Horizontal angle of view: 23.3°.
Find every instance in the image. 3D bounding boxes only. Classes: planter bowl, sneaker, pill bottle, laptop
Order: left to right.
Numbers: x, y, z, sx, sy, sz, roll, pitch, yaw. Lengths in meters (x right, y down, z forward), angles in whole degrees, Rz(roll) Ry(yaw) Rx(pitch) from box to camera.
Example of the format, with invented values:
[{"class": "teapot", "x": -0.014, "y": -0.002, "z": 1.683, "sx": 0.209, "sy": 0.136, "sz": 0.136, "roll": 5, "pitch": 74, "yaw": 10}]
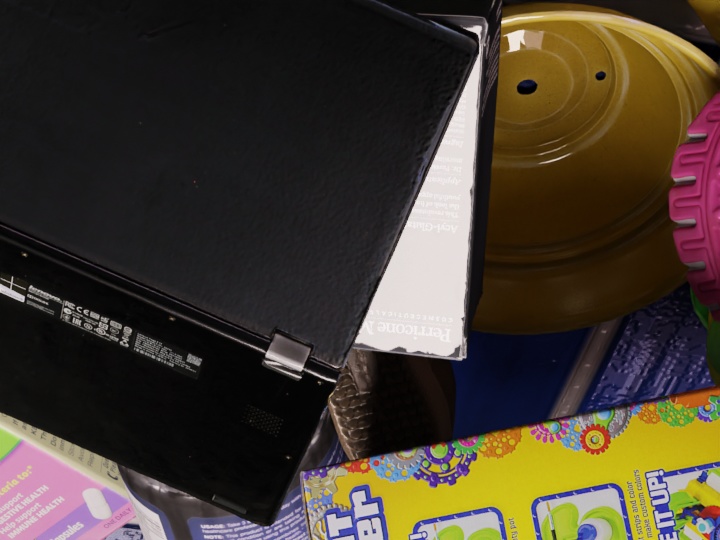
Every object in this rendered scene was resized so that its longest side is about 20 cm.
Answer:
[{"class": "laptop", "x": -0.081, "y": -0.023, "z": 0.679, "sx": 0.187, "sy": 0.116, "sz": 0.200, "roll": 24, "pitch": 143, "yaw": 1}, {"class": "pill bottle", "x": -0.060, "y": 0.097, "z": 0.861, "sx": 0.111, "sy": 0.112, "sz": 0.200, "roll": -7, "pitch": 134, "yaw": 3}, {"class": "sneaker", "x": 0.000, "y": 0.000, "z": 0.805, "sx": 0.070, "sy": 0.076, "sz": 0.201, "roll": -6, "pitch": 113, "yaw": 11}, {"class": "planter bowl", "x": 0.084, "y": -0.067, "z": 0.841, "sx": 0.200, "sy": 0.084, "sz": 0.201, "roll": -1, "pitch": 135, "yaw": -1}, {"class": "sneaker", "x": 0.197, "y": -0.068, "z": 0.748, "sx": 0.088, "sy": 0.081, "sz": 0.201, "roll": 11, "pitch": 92, "yaw": -33}]

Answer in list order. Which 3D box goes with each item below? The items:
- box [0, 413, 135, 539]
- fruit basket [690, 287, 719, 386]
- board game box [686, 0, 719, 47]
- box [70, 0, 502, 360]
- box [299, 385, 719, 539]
[{"class": "box", "x": -0.246, "y": 0.094, "z": 0.970, "sx": 0.176, "sy": 0.097, "sz": 0.200, "roll": -35, "pitch": 126, "yaw": 28}, {"class": "fruit basket", "x": 0.228, "y": 0.000, "z": 0.854, "sx": 0.215, "sy": 0.156, "sz": 0.216, "roll": -17, "pitch": 143, "yaw": -13}, {"class": "board game box", "x": 0.189, "y": -0.177, "z": 0.773, "sx": 0.134, "sy": 0.034, "sz": 0.200, "roll": -29, "pitch": 129, "yaw": 22}, {"class": "box", "x": -0.048, "y": -0.050, "z": 0.707, "sx": 0.199, "sy": 0.079, "sz": 0.142, "roll": 6, "pitch": 111, "yaw": 8}, {"class": "box", "x": 0.096, "y": 0.137, "z": 0.754, "sx": 0.192, "sy": 0.122, "sz": 0.200, "roll": -13, "pitch": 165, "yaw": 8}]
